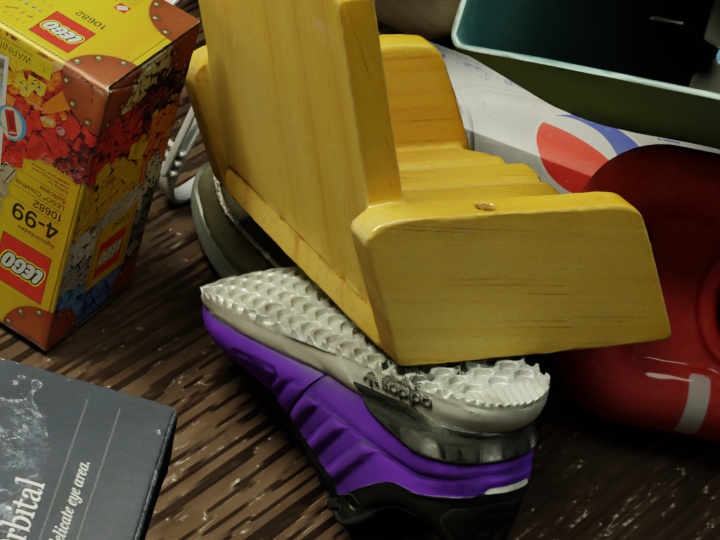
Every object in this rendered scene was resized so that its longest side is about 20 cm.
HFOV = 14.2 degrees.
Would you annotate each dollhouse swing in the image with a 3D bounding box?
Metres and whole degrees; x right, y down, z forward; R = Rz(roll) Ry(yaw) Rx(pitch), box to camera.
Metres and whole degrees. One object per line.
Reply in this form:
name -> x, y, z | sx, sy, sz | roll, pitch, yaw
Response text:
dollhouse swing -> 0.026, -0.084, 1.216 | 0.181, 0.176, 0.200 | -5, 25, -24

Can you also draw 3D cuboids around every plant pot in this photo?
plant pot -> 0.157, -0.121, 1.280 | 0.141, 0.142, 0.200 | 14, -9, 27

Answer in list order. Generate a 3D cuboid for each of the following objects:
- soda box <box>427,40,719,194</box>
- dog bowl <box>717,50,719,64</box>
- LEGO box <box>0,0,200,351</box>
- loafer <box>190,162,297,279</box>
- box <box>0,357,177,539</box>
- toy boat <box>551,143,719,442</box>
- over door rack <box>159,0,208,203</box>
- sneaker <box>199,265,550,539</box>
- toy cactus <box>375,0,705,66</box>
soda box -> 0.104, -0.040, 1.411 | 0.200, 0.068, 0.063 | 21, 38, 2
dog bowl -> 0.152, -0.143, 1.522 | 0.049, 0.112, 0.200 | -12, 37, -14
LEGO box -> -0.184, -0.084, 1.275 | 0.200, 0.149, 0.077 | 31, 39, 16
loafer -> 0.000, 0.000, 1.315 | 0.075, 0.070, 0.200 | -21, 53, -40
box -> -0.188, 0.124, 1.045 | 0.199, 0.118, 0.197 | 16, 38, -2
toy boat -> 0.190, 0.019, 1.298 | 0.199, 0.131, 0.131 | 10, 2, -10
over door rack -> -0.093, -0.153, 1.358 | 0.148, 0.200, 0.067 | 40, 39, 25
sneaker -> -0.003, 0.065, 1.222 | 0.069, 0.100, 0.200 | -13, 26, -36
toy cactus -> 0.069, -0.139, 1.447 | 0.165, 0.103, 0.200 | 11, 12, -28
